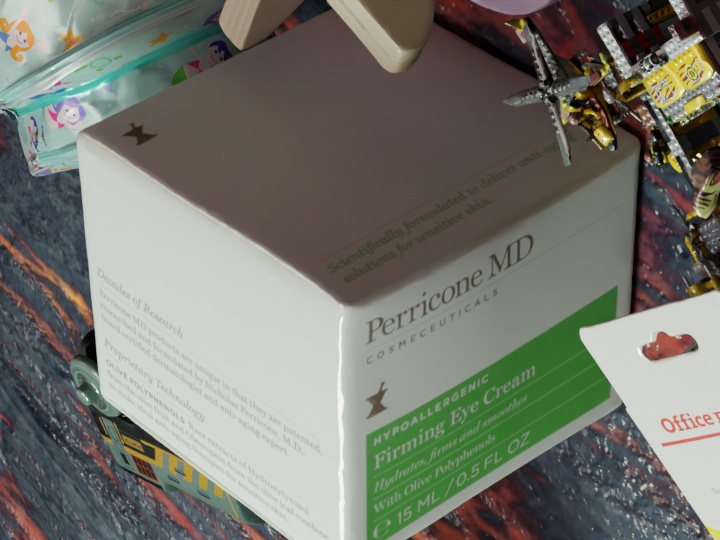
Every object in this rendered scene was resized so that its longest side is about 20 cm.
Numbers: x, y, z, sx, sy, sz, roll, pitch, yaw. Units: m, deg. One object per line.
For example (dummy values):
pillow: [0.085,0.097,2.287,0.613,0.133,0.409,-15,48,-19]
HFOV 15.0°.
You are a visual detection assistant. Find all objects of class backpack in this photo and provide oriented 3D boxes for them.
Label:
backpack: [-0.122,-0.137,1.403,0.151,0.177,0.200,64,163,2]

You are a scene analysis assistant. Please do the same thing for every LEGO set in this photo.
LEGO set: [0.148,-0.059,1.144,0.200,0.116,0.154,-18,98,59]

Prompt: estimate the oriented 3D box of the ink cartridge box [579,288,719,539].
ink cartridge box: [0.198,0.081,1.198,0.200,0.068,0.115,55,150,-9]

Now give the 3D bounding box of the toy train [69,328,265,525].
toy train: [-0.097,0.092,1.671,0.200,0.085,0.114,19,141,47]

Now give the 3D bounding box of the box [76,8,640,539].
box: [0.000,0.000,1.332,0.200,0.199,0.171,32,138,37]

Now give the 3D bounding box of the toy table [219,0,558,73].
toy table: [0.000,-0.185,1.269,0.200,0.117,0.184,44,145,26]
